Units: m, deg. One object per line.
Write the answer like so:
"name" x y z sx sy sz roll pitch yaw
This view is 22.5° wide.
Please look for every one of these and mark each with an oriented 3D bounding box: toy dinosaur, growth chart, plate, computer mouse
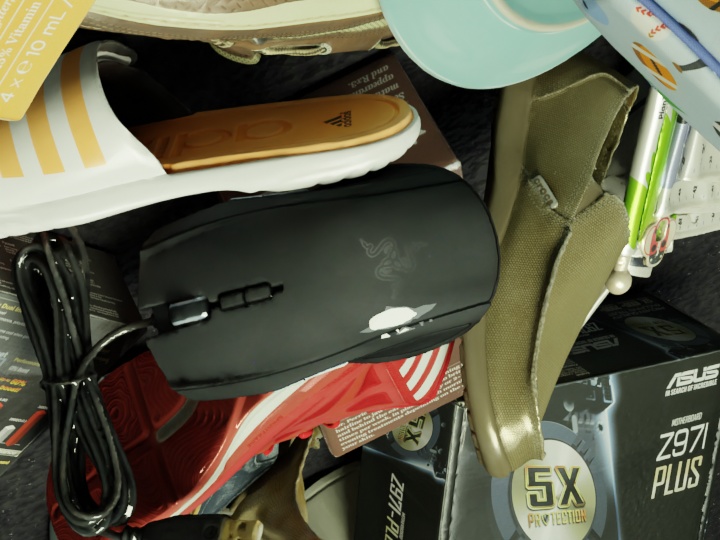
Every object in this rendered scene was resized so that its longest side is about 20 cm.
"toy dinosaur" -0.045 0.127 0.924 0.058 0.200 0.102 26 102 -11
"growth chart" 0.195 -0.077 0.883 0.199 0.018 0.146 -17 123 -38
"plate" 0.084 -0.156 0.671 0.199 0.026 0.202 -28 136 -31
"computer mouse" -0.042 0.039 0.680 0.198 0.142 0.046 -8 180 17

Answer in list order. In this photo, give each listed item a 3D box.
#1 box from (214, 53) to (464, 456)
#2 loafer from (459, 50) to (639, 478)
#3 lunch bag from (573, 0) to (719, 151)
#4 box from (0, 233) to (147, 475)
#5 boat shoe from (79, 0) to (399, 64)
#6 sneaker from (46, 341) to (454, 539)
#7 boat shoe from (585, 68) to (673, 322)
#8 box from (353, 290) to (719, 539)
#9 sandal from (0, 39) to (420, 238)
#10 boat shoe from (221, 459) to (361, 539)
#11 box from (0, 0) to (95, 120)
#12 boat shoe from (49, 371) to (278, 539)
"box" 0.000 0.000 0.848 0.099 0.075 0.201 -25 150 -5
"loafer" 0.083 -0.009 0.787 0.067 0.202 0.076 5 167 10
"lunch bag" 0.158 -0.123 0.620 0.160 0.200 0.076 -48 -169 -3
"box" -0.211 0.039 0.748 0.158 0.050 0.199 -44 147 21
"boat shoe" -0.041 -0.103 0.665 0.201 0.075 0.075 -7 149 -33
"sneaker" -0.035 0.064 0.774 0.200 0.079 0.115 -38 144 23
"boat shoe" 0.134 -0.029 0.917 0.070 0.070 0.200 5 134 -44
"box" 0.103 0.114 1.025 0.198 0.086 0.165 -8 116 -31
"sandal" -0.082 -0.060 0.681 0.204 0.079 0.060 -9 113 1
"boat shoe" -0.052 0.169 1.054 0.199 0.074 0.061 -21 145 -31
"box" -0.162 -0.130 0.497 0.199 0.098 0.125 6 134 -44
"boat shoe" -0.099 0.117 0.935 0.090 0.071 0.201 -12 145 -31
